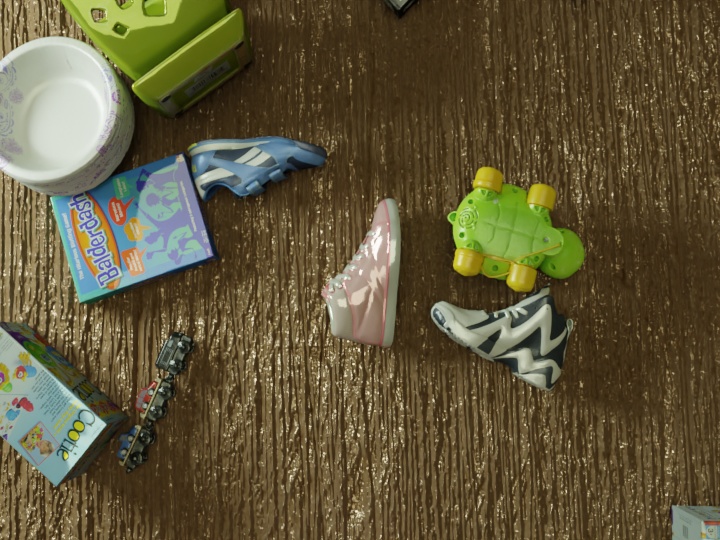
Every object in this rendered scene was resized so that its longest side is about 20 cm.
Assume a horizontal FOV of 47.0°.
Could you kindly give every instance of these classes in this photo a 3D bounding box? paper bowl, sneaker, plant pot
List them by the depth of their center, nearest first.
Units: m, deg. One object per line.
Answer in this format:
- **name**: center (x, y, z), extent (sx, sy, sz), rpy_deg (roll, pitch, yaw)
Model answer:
- **plant pot**: center (-0.254, -0.327, 1.106), extent (0.198, 0.199, 0.183), rpy_deg (-36, 93, -3)
- **sneaker**: center (0.202, 0.061, 1.126), extent (0.196, 0.080, 0.131), rpy_deg (29, 85, 2)
- **paper bowl**: center (-0.405, -0.203, 1.129), extent (0.195, 0.104, 0.206), rpy_deg (-1, 78, 6)
- **sneaker**: center (0.000, 0.000, 1.132), extent (0.102, 0.075, 0.206), rpy_deg (5, 90, -5)
- **sneaker**: center (-0.141, -0.140, 1.149), extent (0.195, 0.074, 0.085), rpy_deg (-3, 87, 7)

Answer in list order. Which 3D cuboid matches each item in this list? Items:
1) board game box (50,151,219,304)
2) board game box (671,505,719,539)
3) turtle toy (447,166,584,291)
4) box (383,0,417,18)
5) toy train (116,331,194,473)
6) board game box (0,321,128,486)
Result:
- **board game box**: center (-0.313, -0.058, 1.154), extent (0.196, 0.045, 0.155), rpy_deg (-19, 85, -1)
- **board game box**: center (0.522, 0.371, 1.080), extent (0.195, 0.105, 0.106), rpy_deg (1, 85, 1)
- **turtle toy**: center (0.211, -0.044, 1.123), extent (0.196, 0.101, 0.149), rpy_deg (17, 84, 1)
- **box**: center (0.071, -0.492, 1.176), extent (0.200, 0.049, 0.162), rpy_deg (-43, 85, 5)
- **toy train**: center (-0.286, 0.180, 1.141), extent (0.045, 0.034, 0.204), rpy_deg (22, 86, 5)
- **board game box**: center (-0.428, 0.174, 1.107), extent (0.199, 0.103, 0.105), rpy_deg (41, 86, 4)
